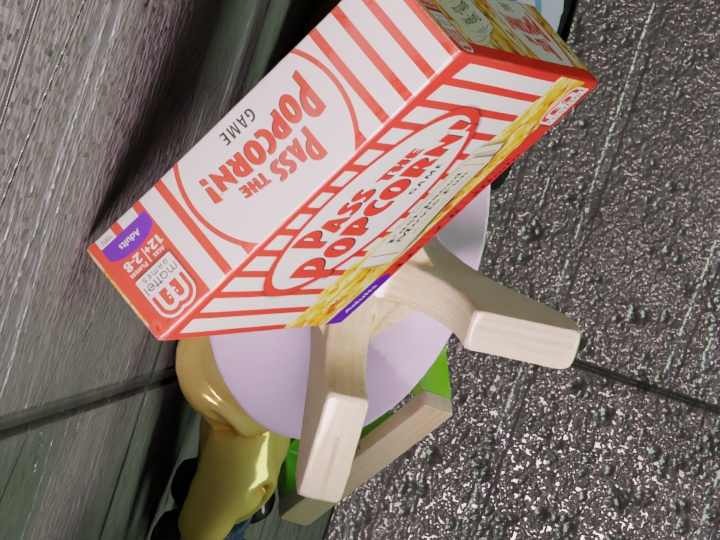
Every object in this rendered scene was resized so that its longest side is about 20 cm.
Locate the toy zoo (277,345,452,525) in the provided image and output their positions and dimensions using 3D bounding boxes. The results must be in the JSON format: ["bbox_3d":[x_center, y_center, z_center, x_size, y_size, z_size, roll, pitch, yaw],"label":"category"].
[{"bbox_3d":[-0.006,0.020,1.519,0.131,0.020,0.201,-40,-137,39],"label":"toy zoo"}]

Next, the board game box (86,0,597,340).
[{"bbox_3d":[-0.001,-0.042,1.069,0.151,0.046,0.200,-43,168,15],"label":"board game box"}]

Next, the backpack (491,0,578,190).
[{"bbox_3d":[0.057,-0.162,1.500,0.200,0.153,0.164,132,-36,-59],"label":"backpack"}]

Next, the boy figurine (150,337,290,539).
[{"bbox_3d":[-0.067,0.088,1.411,0.200,0.064,0.125,100,9,-60],"label":"boy figurine"}]

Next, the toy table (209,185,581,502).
[{"bbox_3d":[0.000,0.000,1.256,0.117,0.182,0.201,-108,-160,-69],"label":"toy table"}]

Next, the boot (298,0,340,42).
[{"bbox_3d":[-0.014,-0.042,1.415,0.144,0.070,0.203,134,-39,-81],"label":"boot"}]
